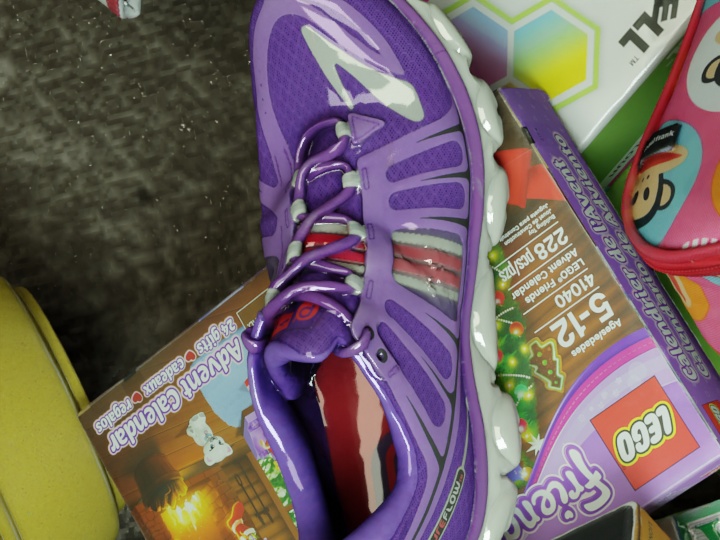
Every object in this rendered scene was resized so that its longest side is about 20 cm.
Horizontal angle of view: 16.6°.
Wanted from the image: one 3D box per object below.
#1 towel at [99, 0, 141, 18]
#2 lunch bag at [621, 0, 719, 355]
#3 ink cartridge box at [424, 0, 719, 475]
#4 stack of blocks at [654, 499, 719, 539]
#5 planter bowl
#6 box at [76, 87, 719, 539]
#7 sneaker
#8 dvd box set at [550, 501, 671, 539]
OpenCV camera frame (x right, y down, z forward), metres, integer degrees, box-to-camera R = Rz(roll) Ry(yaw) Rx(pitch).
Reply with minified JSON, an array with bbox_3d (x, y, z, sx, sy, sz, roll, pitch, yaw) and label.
[{"bbox_3d":[-0.146,-0.190,0.863,0.023,0.144,0.200,-33,58,-26],"label":"towel"},{"bbox_3d":[0.184,-0.058,0.691,0.200,0.082,0.177,-4,51,42],"label":"lunch bag"},{"bbox_3d":[0.088,-0.045,0.834,0.200,0.076,0.148,46,112,16],"label":"ink cartridge box"},{"bbox_3d":[0.060,0.133,0.860,0.199,0.059,0.116,-21,82,21],"label":"stack of blocks"},{"bbox_3d":[-0.141,0.063,0.902,0.083,0.200,0.201,-25,79,-12],"label":"planter bowl"},{"bbox_3d":[0.014,0.052,0.815,0.200,0.039,0.137,-38,76,25],"label":"box"},{"bbox_3d":[0.000,0.000,0.747,0.080,0.083,0.201,-15,80,29],"label":"sneaker"},{"bbox_3d":[0.086,0.173,0.793,0.146,0.029,0.200,-29,118,26],"label":"dvd box set"}]
